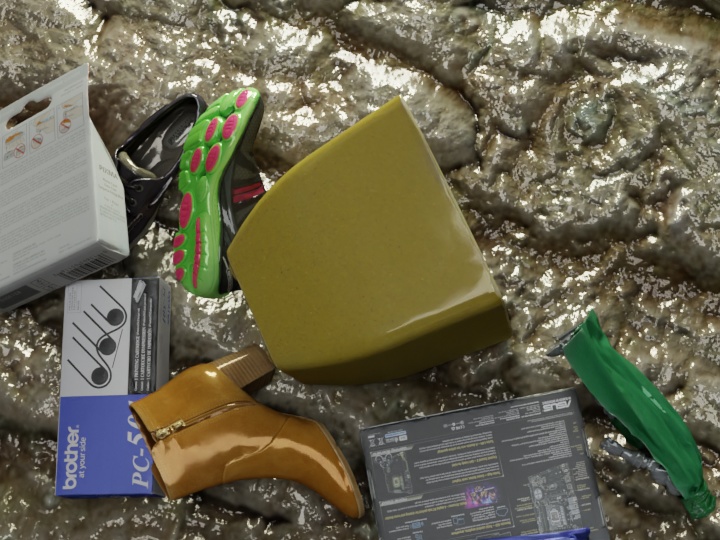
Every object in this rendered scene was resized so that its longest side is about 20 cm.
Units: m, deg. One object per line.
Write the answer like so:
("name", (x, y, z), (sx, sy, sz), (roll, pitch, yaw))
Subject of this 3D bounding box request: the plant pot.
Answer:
("plant pot", (0.000, 0.000, 1.064), (0.199, 0.194, 0.196), (-25, 75, 4))

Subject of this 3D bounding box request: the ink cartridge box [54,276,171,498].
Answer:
("ink cartridge box", (-0.228, 0.109, 1.126), (0.093, 0.044, 0.201), (-2, 76, 6))

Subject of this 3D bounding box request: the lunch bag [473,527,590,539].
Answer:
("lunch bag", (0.097, 0.301, 0.997), (0.199, 0.094, 0.152), (-10, 81, 17))

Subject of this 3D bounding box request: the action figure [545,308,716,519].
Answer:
("action figure", (0.243, 0.134, 1.059), (0.055, 0.118, 0.200), (-40, 86, 31))

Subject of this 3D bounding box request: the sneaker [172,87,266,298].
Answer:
("sneaker", (-0.123, -0.073, 1.143), (0.076, 0.083, 0.201), (13, 92, 44))

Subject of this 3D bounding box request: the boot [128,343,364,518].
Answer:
("boot", (-0.103, 0.169, 1.067), (0.144, 0.071, 0.201), (-30, 66, -23))

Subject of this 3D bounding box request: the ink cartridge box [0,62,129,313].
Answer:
("ink cartridge box", (-0.301, -0.078, 1.158), (0.159, 0.047, 0.201), (-22, 60, 24))

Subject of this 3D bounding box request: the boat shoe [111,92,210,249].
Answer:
("boat shoe", (-0.214, -0.092, 1.165), (0.072, 0.065, 0.200), (39, 82, 12))

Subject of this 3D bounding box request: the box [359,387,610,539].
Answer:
("box", (0.110, 0.202, 1.071), (0.199, 0.044, 0.161), (-12, 75, 2))
